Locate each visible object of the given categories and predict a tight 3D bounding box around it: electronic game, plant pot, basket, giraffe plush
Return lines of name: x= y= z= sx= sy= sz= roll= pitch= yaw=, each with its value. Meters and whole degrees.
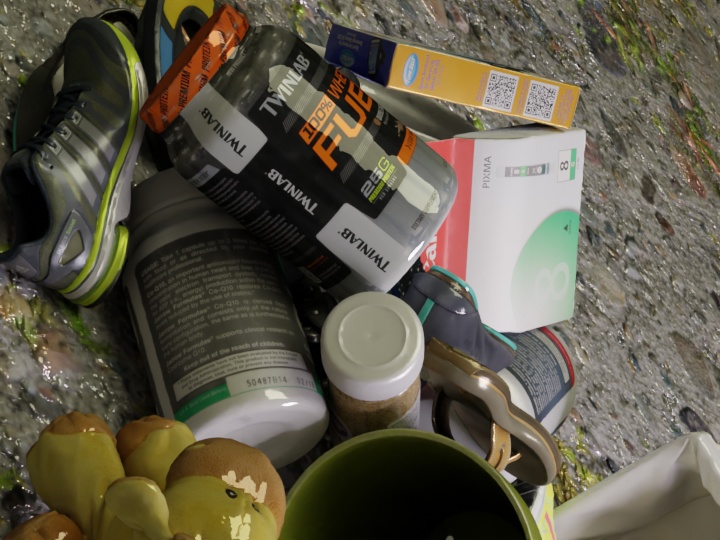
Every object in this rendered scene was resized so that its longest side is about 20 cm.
electronic game: x=-0.124 y=-0.132 z=1.452 sx=0.200 sy=0.041 sz=0.202 roll=-9 pitch=90 yaw=-75
plant pot: x=0.056 y=0.209 z=1.307 sx=0.188 sy=0.186 sz=0.200 roll=62 pitch=13 yaw=15
basket: x=0.243 y=0.238 z=1.541 sx=0.123 sy=0.199 sz=0.136 roll=18 pitch=43 yaw=-59
giraffe plush: x=-0.103 y=0.156 z=1.049 sx=0.171 sy=0.162 sz=0.202 roll=8 pitch=61 yaw=-25

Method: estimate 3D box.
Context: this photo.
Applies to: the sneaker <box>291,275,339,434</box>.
sneaker: x=-0.037 y=0.038 z=1.443 sx=0.098 sy=0.071 sz=0.202 roll=25 pitch=40 yaw=-48

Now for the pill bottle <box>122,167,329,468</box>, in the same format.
pill bottle: x=-0.100 y=0.034 z=1.296 sx=0.113 sy=0.113 sz=0.201 roll=19 pitch=44 yaw=-49

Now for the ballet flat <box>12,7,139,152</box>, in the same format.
ballet flat: x=-0.203 y=-0.139 z=1.378 sx=0.068 sy=0.068 sz=0.201 roll=43 pitch=29 yaw=-23

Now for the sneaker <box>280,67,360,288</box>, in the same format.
sneaker: x=-0.070 y=-0.065 z=1.434 sx=0.080 sy=0.086 sz=0.201 roll=42 pitch=71 yaw=-48

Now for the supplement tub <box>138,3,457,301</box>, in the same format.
supplement tub: x=-0.043 y=-0.079 z=1.264 sx=0.200 sy=0.123 sz=0.123 roll=38 pitch=30 yaw=-13

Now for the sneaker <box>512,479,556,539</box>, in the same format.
sneaker: x=0.129 y=0.245 z=1.480 sx=0.090 sy=0.078 sz=0.201 roll=41 pitch=41 yaw=-25

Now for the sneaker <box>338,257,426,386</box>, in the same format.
sneaker: x=0.000 y=0.000 z=1.406 sx=0.066 sy=0.078 sz=0.201 roll=-63 pitch=138 yaw=-55

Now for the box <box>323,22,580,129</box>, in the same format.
box: x=0.063 y=-0.159 z=1.510 sx=0.199 sy=0.042 sz=0.119 roll=12 pitch=8 yaw=-30

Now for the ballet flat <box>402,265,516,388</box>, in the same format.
ballet flat: x=0.065 y=0.053 z=1.382 sx=0.073 sy=0.073 sz=0.200 roll=65 pitch=6 yaw=20

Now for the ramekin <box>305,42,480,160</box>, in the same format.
ramekin: x=0.002 y=-0.099 z=1.563 sx=0.199 sy=0.106 sz=0.200 roll=26 pitch=15 yaw=-7

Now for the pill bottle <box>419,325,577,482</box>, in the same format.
pill bottle: x=0.094 y=0.114 z=1.518 sx=0.120 sy=0.119 sz=0.200 roll=55 pitch=26 yaw=1

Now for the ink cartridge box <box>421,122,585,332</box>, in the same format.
ink cartridge box: x=0.103 y=-0.029 z=1.495 sx=0.199 sy=0.050 sz=0.162 roll=-13 pitch=111 yaw=-50

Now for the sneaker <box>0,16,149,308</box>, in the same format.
sneaker: x=-0.196 y=-0.080 z=1.267 sx=0.081 sy=0.074 sz=0.202 roll=17 pitch=67 yaw=-40

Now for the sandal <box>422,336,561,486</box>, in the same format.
sandal: x=0.082 y=0.111 z=1.327 sx=0.080 sy=0.054 sz=0.200 roll=24 pitch=-15 yaw=30

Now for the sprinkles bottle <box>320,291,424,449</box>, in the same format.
sprinkles bottle: x=0.009 y=0.088 z=1.294 sx=0.200 sy=0.068 sz=0.069 roll=88 pitch=-17 yaw=-62
